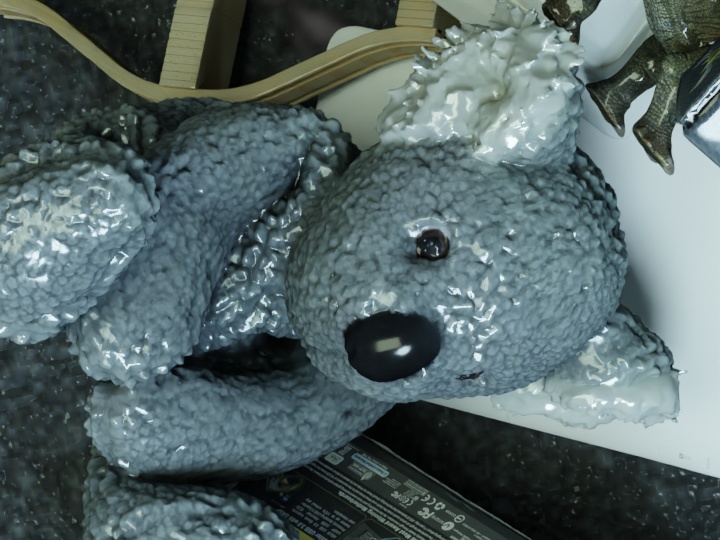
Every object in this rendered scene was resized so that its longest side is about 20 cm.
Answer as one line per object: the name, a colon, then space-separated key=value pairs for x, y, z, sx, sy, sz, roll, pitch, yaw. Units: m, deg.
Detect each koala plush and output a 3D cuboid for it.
koala plush: x=0.000 y=0.000 z=0.987 sx=0.200 sy=0.184 sz=0.178 roll=-14 pitch=109 yaw=21

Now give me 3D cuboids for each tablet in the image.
tablet: x=0.067 y=-0.008 z=1.048 sx=0.200 sy=0.014 sz=0.130 roll=13 pitch=100 yaw=25

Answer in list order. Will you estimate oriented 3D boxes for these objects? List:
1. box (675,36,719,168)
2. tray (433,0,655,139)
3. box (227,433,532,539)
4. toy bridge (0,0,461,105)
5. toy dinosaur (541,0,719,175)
box: x=0.221 y=-0.044 z=0.902 sx=0.200 sy=0.051 sz=0.158 roll=40 pitch=113 yaw=-9
tray: x=0.105 y=-0.151 z=0.994 sx=0.107 sy=0.022 sz=0.200 roll=38 pitch=106 yaw=5
box: x=-0.006 y=0.143 z=0.986 sx=0.200 sy=0.161 sz=0.049 roll=28 pitch=146 yaw=46
toy bridge: x=-0.057 y=-0.092 z=1.087 sx=0.200 sy=0.027 sz=0.067 roll=7 pitch=80 yaw=25
toy dinosaur: x=0.113 y=-0.099 z=0.963 sx=0.102 sy=0.077 sz=0.200 roll=-33 pitch=100 yaw=-2
